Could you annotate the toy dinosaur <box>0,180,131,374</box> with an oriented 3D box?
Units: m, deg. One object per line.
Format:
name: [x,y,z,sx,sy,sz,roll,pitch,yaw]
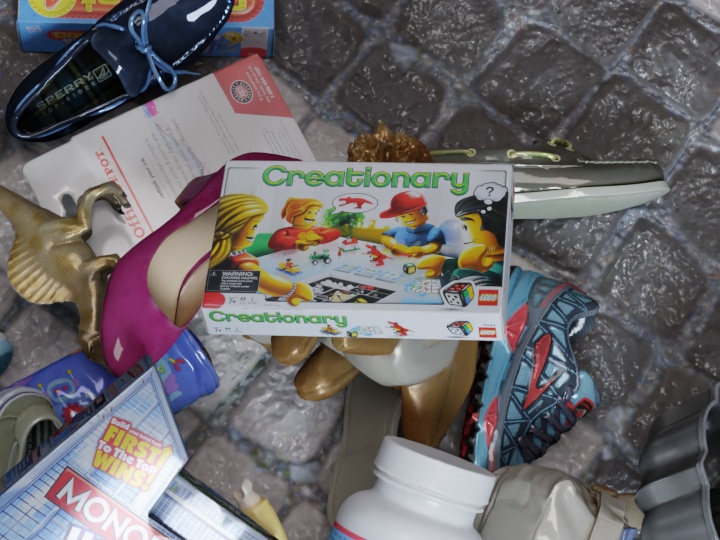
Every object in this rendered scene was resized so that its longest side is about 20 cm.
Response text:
toy dinosaur: [-0.211,-0.024,1.610,0.101,0.058,0.200,-35,72,-14]

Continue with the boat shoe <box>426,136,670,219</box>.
boat shoe: [0.133,-0.071,1.720,0.201,0.072,0.061,-6,77,-3]

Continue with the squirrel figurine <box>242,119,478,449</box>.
squirrel figurine: [0.000,0.000,1.631,0.186,0.142,0.201,20,72,45]

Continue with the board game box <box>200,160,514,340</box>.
board game box: [0.001,-0.014,1.515,0.199,0.035,0.127,1,53,7]

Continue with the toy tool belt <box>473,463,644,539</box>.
toy tool belt: [0.132,0.239,1.588,0.123,0.125,0.201,19,90,-34]

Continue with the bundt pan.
bundt pan: [0.260,0.178,1.602,0.076,0.201,0.203,-20,68,34]

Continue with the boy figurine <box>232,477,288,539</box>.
boy figurine: [-0.093,0.191,1.595,0.199,0.124,0.065,31,41,-6]

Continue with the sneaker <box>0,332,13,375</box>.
sneaker: [-0.363,0.074,1.628,0.200,0.080,0.131,-37,80,-25]

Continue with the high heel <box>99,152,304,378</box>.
high heel: [-0.109,-0.009,1.566,0.067,0.096,0.201,49,45,-31]

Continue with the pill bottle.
pill bottle: [0.021,0.220,1.546,0.108,0.109,0.201,19,92,2]

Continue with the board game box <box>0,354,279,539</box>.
board game box: [-0.157,0.168,1.502,0.200,0.062,0.200,36,90,-12]

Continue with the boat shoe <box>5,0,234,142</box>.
boat shoe: [-0.174,-0.151,1.686,0.200,0.069,0.084,-40,104,10]

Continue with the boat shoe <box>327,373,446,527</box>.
boat shoe: [0.030,0.113,1.668,0.063,0.072,0.201,38,57,-38]

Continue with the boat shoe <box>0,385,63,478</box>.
boat shoe: [-0.228,0.181,1.562,0.072,0.062,0.201,-10,108,-21]

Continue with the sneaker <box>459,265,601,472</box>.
sneaker: [0.128,0.095,1.657,0.095,0.079,0.201,13,71,3]

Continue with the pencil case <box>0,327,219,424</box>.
pencil case: [-0.202,0.096,1.631,0.199,0.078,0.087,-30,92,-15]

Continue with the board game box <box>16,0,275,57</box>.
board game box: [-0.165,-0.268,1.769,0.199,0.056,0.197,0,71,-5]

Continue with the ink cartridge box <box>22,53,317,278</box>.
ink cartridge box: [-0.140,-0.063,1.697,0.199,0.068,0.117,-25,74,-13]
